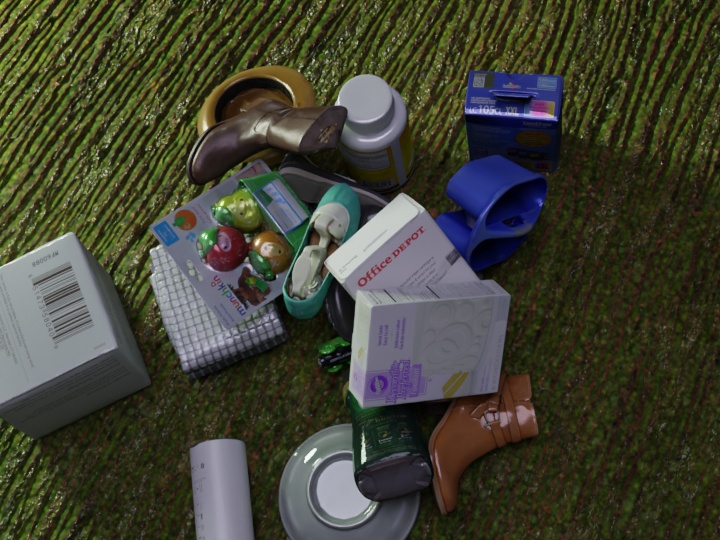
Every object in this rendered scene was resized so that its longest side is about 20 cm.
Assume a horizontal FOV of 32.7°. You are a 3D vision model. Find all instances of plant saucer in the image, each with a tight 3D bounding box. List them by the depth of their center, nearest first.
[{"bbox_3d":[-0.018,0.302,1.669,0.198,0.050,0.202,-3,68,6],"label":"plant saucer"}]

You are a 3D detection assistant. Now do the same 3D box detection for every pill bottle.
[{"bbox_3d":[0.019,-0.200,1.781,0.108,0.200,0.110,-3,68,6],"label":"pill bottle"}]

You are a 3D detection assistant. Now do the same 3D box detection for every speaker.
[{"bbox_3d":[-0.186,0.336,1.663,0.080,0.081,0.202,-10,67,4],"label":"speaker"}]

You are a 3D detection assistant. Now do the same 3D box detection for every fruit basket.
[{"bbox_3d":[-0.161,-0.043,1.703,0.199,0.094,0.186,-32,78,-30],"label":"fruit basket"}]

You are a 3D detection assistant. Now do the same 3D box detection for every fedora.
[{"bbox_3d":[-0.150,-0.222,1.868,0.199,0.082,0.202,-9,53,12],"label":"fedora"}]

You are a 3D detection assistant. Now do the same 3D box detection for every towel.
[{"bbox_3d":[-0.209,0.040,1.784,0.164,0.086,0.201,-22,69,1],"label":"towel"}]

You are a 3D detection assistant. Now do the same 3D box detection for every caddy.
[{"bbox_3d":[0.190,-0.077,1.719,0.105,0.199,0.142,33,119,25],"label":"caddy"}]

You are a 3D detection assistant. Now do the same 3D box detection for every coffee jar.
[{"bbox_3d":[0.034,0.206,1.644,0.103,0.086,0.201,-16,40,6],"label":"coffee jar"}]

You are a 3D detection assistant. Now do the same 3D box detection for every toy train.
[{"bbox_3d":[0.031,0.092,1.742,0.198,0.056,0.042,-21,106,-5],"label":"toy train"}]

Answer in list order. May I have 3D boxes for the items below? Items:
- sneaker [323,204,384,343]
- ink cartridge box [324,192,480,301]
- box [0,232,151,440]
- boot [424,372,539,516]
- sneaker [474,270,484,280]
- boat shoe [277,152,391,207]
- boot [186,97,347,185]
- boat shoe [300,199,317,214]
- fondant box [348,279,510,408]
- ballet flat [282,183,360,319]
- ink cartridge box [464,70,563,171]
[{"bbox_3d":[0.000,0.000,1.698,0.090,0.076,0.202,-4,79,28],"label":"sneaker"},{"bbox_3d":[0.070,0.020,1.640,0.145,0.200,0.084,-41,29,-2],"label":"ink cartridge box"},{"bbox_3d":[-0.437,0.096,1.744,0.199,0.172,0.200,-26,67,-2],"label":"box"},{"bbox_3d":[0.165,0.230,1.661,0.153,0.074,0.202,-2,71,3],"label":"boot"},{"bbox_3d":[0.082,-0.014,1.755,0.199,0.096,0.080,23,76,17],"label":"sneaker"},{"bbox_3d":[-0.027,-0.123,1.801,0.198,0.073,0.063,21,51,-16],"label":"boat shoe"},{"bbox_3d":[-0.128,-0.173,1.696,0.199,0.064,0.187,18,59,47],"label":"boot"},{"bbox_3d":[-0.081,-0.055,1.818,0.056,0.069,0.202,8,62,-24],"label":"boat shoe"},{"bbox_3d":[0.089,0.094,1.595,0.198,0.146,0.058,-4,24,-20],"label":"fondant box"},{"bbox_3d":[-0.051,-0.032,1.656,0.067,0.070,0.202,18,79,14],"label":"ballet flat"},{"bbox_3d":[0.221,-0.221,1.760,0.135,0.200,0.077,5,69,10],"label":"ink cartridge box"}]
